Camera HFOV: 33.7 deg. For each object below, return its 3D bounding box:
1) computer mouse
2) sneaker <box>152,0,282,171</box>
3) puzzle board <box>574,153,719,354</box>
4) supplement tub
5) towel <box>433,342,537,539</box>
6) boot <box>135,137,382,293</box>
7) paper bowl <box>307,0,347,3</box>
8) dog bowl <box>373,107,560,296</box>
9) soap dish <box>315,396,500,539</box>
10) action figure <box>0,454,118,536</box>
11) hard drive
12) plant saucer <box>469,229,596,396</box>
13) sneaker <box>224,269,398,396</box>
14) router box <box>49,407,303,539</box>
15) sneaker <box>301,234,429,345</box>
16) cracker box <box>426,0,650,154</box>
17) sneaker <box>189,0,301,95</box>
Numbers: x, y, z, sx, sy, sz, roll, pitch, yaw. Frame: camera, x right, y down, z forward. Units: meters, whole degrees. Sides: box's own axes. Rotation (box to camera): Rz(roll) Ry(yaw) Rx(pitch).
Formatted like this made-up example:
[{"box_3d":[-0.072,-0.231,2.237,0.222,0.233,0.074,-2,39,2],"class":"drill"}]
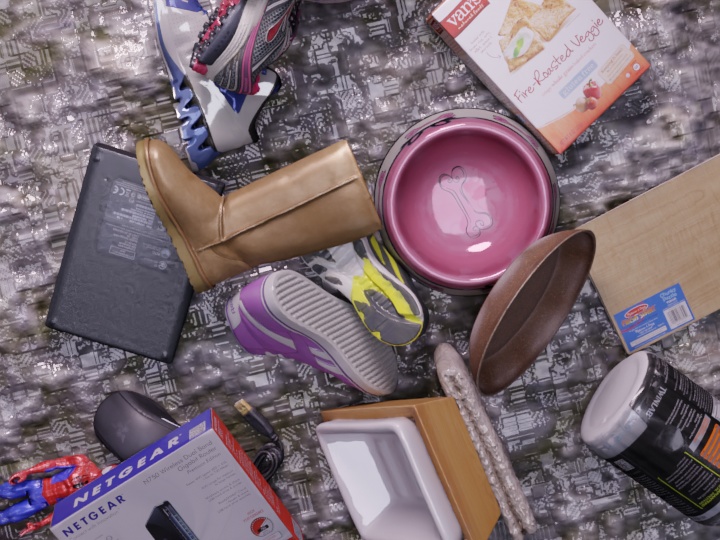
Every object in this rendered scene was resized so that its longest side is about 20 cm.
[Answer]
[{"box_3d":[-0.179,0.183,1.261,0.200,0.046,0.141,42,93,-6],"class":"computer mouse"},{"box_3d":[-0.144,-0.212,1.223,0.114,0.081,0.201,-14,102,-6],"class":"sneaker"},{"box_3d":[0.346,-0.020,1.294,0.199,0.017,0.151,-27,97,0],"class":"puzzle board"},{"box_3d":[0.344,0.186,1.256,0.200,0.123,0.123,35,92,-5],"class":"supplement tub"},{"box_3d":[0.130,0.176,1.238,0.034,0.133,0.201,-25,96,3],"class":"towel"},{"box_3d":[-0.100,-0.084,1.176,0.199,0.066,0.176,-22,114,4],"class":"boot"},{"box_3d":[-0.033,-0.371,1.198,0.199,0.104,0.202,0,94,-4],"class":"paper bowl"},{"box_3d":[0.111,-0.070,1.235,0.199,0.074,0.201,0,95,4],"class":"dog bowl"},{"box_3d":[0.048,0.204,1.211,0.081,0.200,0.158,-26,95,-29],"class":"soap dish"},{"box_3d":[-0.349,0.240,1.258,0.199,0.052,0.066,-17,92,-4],"class":"action figure"},{"box_3d":[-0.235,-0.016,1.235,0.139,0.033,0.201,17,102,-5],"class":"hard drive"},{"box_3d":[0.169,0.036,1.215,0.037,0.200,0.201,35,92,25],"class":"plant saucer"},{"box_3d":[-0.055,0.074,1.258,0.200,0.114,0.073,41,47,-27],"class":"sneaker"},{"box_3d":[-0.189,0.270,1.238,0.199,0.049,0.180,-32,111,4],"class":"router box"},{"box_3d":[0.000,0.000,1.248,0.074,0.085,0.200,-37,74,10],"class":"sneaker"},{"box_3d":[0.185,-0.239,1.245,0.134,0.058,0.200,-44,95,1],"class":"cracker box"},{"box_3d":[-0.082,-0.255,1.130,0.074,0.081,0.200,29,124,-23],"class":"sneaker"}]
